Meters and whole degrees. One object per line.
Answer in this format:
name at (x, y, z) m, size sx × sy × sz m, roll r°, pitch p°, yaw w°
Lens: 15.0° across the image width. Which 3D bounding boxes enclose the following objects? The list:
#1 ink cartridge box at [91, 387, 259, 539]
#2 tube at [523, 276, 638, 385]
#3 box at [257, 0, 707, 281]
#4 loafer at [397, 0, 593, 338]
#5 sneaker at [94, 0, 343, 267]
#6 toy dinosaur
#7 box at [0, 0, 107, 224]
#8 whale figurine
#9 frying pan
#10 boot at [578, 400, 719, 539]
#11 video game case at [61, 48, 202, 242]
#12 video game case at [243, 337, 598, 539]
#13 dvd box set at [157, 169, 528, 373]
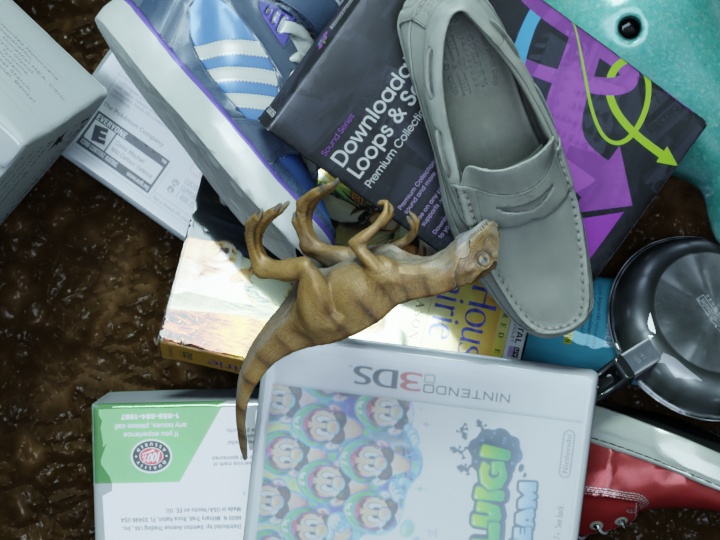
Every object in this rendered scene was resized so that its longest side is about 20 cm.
ink cartridge box at (-0.076, 0.170, 1.560) m, size 0.144 × 0.084 × 0.201 m, roll -1°, pitch 92°, yaw 0°
tube at (0.140, 0.033, 1.567) m, size 0.199 × 0.050 × 0.078 m, roll 8°, pitch 73°, yaw -1°
box at (0.066, -0.079, 1.459) m, size 0.200 × 0.036 × 0.143 m, roll 34°, pitch 94°, yaw -14°
loafer at (0.072, -0.053, 1.412) m, size 0.070 × 0.070 × 0.200 m, roll -26°, pitch 106°, yaw -3°
sneaker at (-0.037, -0.113, 1.507) m, size 0.146 × 0.081 × 0.200 m, roll -37°, pitch 72°, yaw -10°
toy dinosaur at (-0.023, 0.016, 1.418) m, size 0.200 × 0.060 × 0.106 m, roll -30°, pitch 85°, yaw 27°
box at (-0.286, -0.084, 1.503) m, size 0.200 × 0.131 × 0.199 m, roll 43°, pitch 114°, yaw -1°
whale figurine at (0.173, -0.105, 1.530) m, size 0.159 × 0.104 × 0.200 m, roll -40°, pitch 88°, yaw 3°
frying pan at (0.161, 0.032, 1.535) m, size 0.189 × 0.031 × 0.115 m, roll -4°, pitch 66°, yaw -19°
boot at (0.130, 0.147, 1.563) m, size 0.199 × 0.072 × 0.145 m, roll 15°, pitch 93°, yaw 9°
video game case at (-0.049, -0.090, 1.579) m, size 0.200 × 0.023 × 0.182 m, roll 35°, pitch 93°, yaw 1°
video game case at (0.028, 0.141, 1.489) m, size 0.181 × 0.024 × 0.201 m, roll 7°, pitch 99°, yaw 4°
dvd box set at (0.000, 0.000, 1.528) m, size 0.199 × 0.029 × 0.147 m, roll 14°, pitch 72°, yaw 4°
